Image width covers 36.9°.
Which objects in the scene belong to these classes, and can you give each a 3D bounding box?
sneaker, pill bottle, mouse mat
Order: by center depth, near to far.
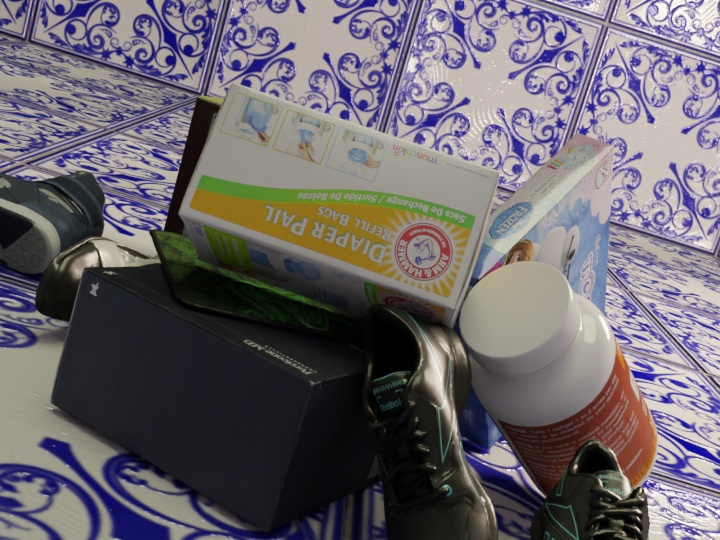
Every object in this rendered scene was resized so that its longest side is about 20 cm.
[{"bbox_3d":[0.030,0.112,0.662,0.079,0.075,0.202,41,33,-45],"label":"sneaker"},{"bbox_3d":[0.147,0.175,0.687,0.074,0.080,0.200,18,14,-2],"label":"sneaker"},{"bbox_3d":[0.149,0.088,0.816,0.112,0.112,0.201,30,-19,45],"label":"pill bottle"},{"bbox_3d":[-0.074,0.010,0.816,0.159,0.008,0.200,13,13,-21],"label":"mouse mat"},{"bbox_3d":[-0.188,0.023,0.927,0.088,0.075,0.199,28,11,25],"label":"sneaker"},{"bbox_3d":[-0.352,-0.073,1.081,0.201,0.078,0.146,30,26,10],"label":"sneaker"}]

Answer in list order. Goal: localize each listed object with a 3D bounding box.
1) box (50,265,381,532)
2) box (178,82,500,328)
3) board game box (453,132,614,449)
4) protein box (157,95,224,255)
[{"bbox_3d":[-0.081,0.076,0.772,0.198,0.105,0.181,23,12,27],"label":"box"},{"bbox_3d":[-0.012,-0.036,0.761,0.198,0.103,0.113,19,-16,5],"label":"box"},{"bbox_3d":[0.148,0.019,0.929,0.043,0.202,0.199,24,51,32],"label":"board game box"},{"bbox_3d":[-0.093,-0.063,1.135,0.134,0.203,0.198,22,13,20],"label":"protein box"}]
